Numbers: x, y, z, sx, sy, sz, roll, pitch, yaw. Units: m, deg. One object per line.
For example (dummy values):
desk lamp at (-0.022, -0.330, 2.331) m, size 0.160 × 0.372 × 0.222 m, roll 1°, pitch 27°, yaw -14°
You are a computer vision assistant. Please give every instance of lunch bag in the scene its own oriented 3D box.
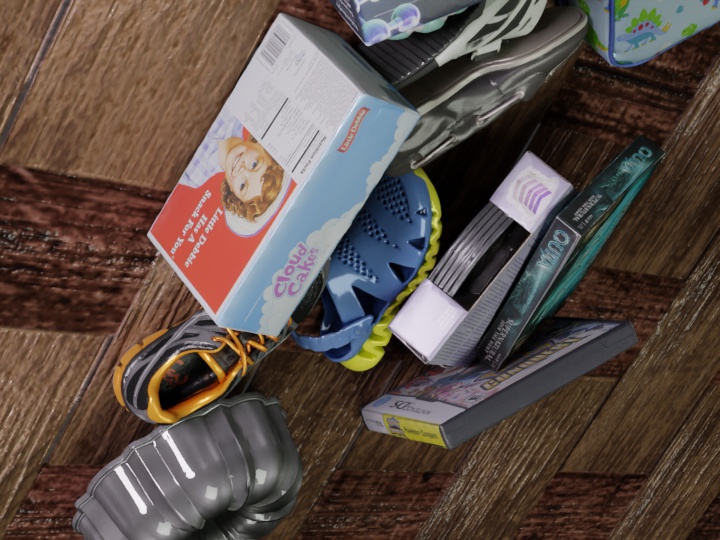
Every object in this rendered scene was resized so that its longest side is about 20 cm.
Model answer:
lunch bag at (0.251, -0.266, 1.379) m, size 0.199 × 0.082 × 0.161 m, roll -29°, pitch 141°, yaw -18°

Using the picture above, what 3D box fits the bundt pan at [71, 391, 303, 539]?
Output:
bundt pan at (-0.130, 0.191, 1.438) m, size 0.201 × 0.076 × 0.202 m, roll -29°, pitch 156°, yaw -14°

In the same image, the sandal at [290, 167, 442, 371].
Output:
sandal at (0.000, 0.000, 1.415) m, size 0.087 × 0.080 × 0.201 m, roll 0°, pitch 124°, yaw -37°

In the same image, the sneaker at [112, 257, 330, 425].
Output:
sneaker at (-0.099, 0.052, 1.355) m, size 0.200 × 0.077 × 0.078 m, roll -42°, pitch 112°, yaw -3°

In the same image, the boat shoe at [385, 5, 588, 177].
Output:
boat shoe at (0.091, -0.140, 1.365) m, size 0.199 × 0.067 × 0.057 m, roll -29°, pitch 128°, yaw -8°

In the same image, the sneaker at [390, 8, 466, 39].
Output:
sneaker at (0.059, -0.265, 1.222) m, size 0.200 × 0.078 × 0.140 m, roll -45°, pitch 142°, yaw -12°

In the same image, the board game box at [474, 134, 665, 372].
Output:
board game box at (0.172, -0.011, 1.468) m, size 0.135 × 0.028 × 0.200 m, roll -42°, pitch 166°, yaw -37°

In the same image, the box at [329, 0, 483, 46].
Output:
box at (0.029, -0.269, 1.101) m, size 0.148 × 0.107 × 0.201 m, roll -23°, pitch 124°, yaw -7°

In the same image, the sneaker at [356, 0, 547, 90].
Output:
sneaker at (0.086, -0.187, 1.313) m, size 0.200 × 0.074 × 0.089 m, roll -40°, pitch 141°, yaw -3°

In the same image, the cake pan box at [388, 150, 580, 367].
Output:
cake pan box at (0.112, -0.003, 1.461) m, size 0.185 × 0.052 × 0.200 m, roll -53°, pitch 167°, yaw 6°

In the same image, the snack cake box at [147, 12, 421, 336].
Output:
snack cake box at (-0.058, -0.067, 1.264) m, size 0.067 × 0.115 × 0.200 m, roll 14°, pitch 116°, yaw -48°

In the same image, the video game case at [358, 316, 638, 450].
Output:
video game case at (0.117, 0.093, 1.542) m, size 0.199 × 0.181 × 0.026 m, roll -27°, pitch 100°, yaw -20°
